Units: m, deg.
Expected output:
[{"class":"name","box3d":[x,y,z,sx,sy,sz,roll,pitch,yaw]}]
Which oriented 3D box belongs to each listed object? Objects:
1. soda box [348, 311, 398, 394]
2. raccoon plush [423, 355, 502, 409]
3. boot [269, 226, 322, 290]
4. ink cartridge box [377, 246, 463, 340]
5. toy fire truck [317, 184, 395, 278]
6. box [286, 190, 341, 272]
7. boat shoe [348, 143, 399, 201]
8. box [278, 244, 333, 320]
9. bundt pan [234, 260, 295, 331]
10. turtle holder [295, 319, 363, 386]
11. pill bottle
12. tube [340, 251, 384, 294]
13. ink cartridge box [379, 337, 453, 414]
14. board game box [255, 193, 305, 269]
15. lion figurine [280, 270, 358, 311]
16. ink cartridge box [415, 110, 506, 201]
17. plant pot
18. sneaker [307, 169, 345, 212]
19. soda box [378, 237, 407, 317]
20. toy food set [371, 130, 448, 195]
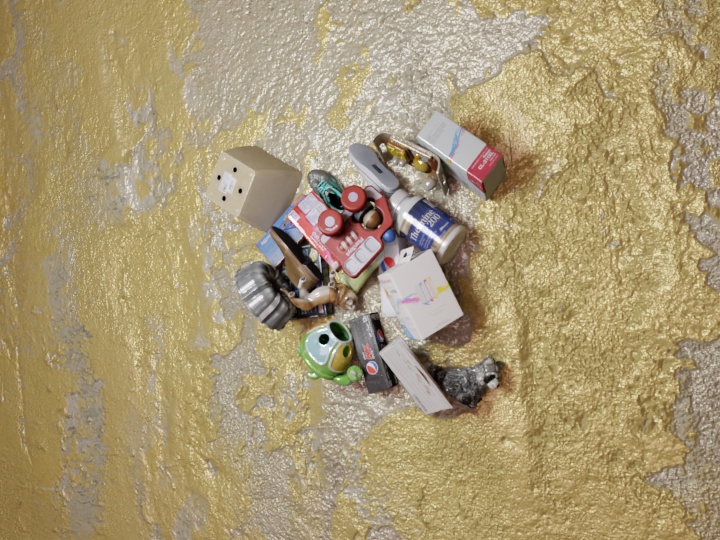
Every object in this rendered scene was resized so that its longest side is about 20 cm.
[{"class":"soda box","box3d":[0.034,0.219,1.582,0.070,0.063,0.204,-19,83,26]},{"class":"raccoon plush","box3d":[0.253,0.242,1.463,0.198,0.096,0.136,31,97,22]},{"class":"boot","box3d":[-0.193,-0.030,1.621,0.075,0.073,0.201,-40,86,21]},{"class":"ink cartridge box","box3d":[0.137,0.048,1.444,0.124,0.128,0.203,-28,92,-13]},{"class":"toy fire truck","box3d":[-0.002,-0.101,1.469,0.200,0.112,0.168,-45,75,-4]},{"class":"box","box3d":[-0.094,-0.102,1.588,0.100,0.095,0.200,-42,84,0]},{"class":"boat shoe","box3d":[0.027,-0.257,1.569,0.201,0.072,0.066,56,149,31]},{"class":"box","box3d":[-0.163,0.034,1.684,0.156,0.046,0.205,-9,87,27]},{"class":"bundt pan","box3d":[-0.244,0.057,1.596,0.075,0.201,0.204,-37,76,13]},{"class":"turtle holder","box3d":[-0.080,0.220,1.581,0.133,0.139,0.188,-54,37,31]},{"class":"pill bottle","box3d":[0.157,-0.115,1.484,0.199,0.110,0.112,39,107,20]},{"class":"tube","box3d":[0.000,0.000,1.568,0.200,0.051,0.059,130,154,-53]},{"class":"ink cartridge box","box3d":[0.144,0.256,1.461,0.201,0.044,0.176,52,156,3]},{"class":"board game box","box3d":[-0.201,-0.111,1.680,0.200,0.019,0.103,-47,64,5]},{"class":"lion figurine","box3d":[-0.107,0.070,1.583,0.195,0.124,0.074,-6,51,5]},{"class":"ink cartridge box","box3d":[0.242,-0.272,1.412,0.199,0.146,0.083,41,93,19]},{"class":"plant pot","box3d":[-0.318,-0.235,1.682,0.198,0.176,0.203,31,104,21]},{"class":"sneaker","box3d":[-0.079,-0.211,1.607,0.200,0.091,0.078,45,96,18]},{"class":"soda box","box3d":[0.090,0.018,1.546,0.062,0.068,0.205,-4,89,26]},{"class":"toy food set","box3d":[0.125,-0.261,1.472,0.198,0.143,0.061,31,86,22]}]
